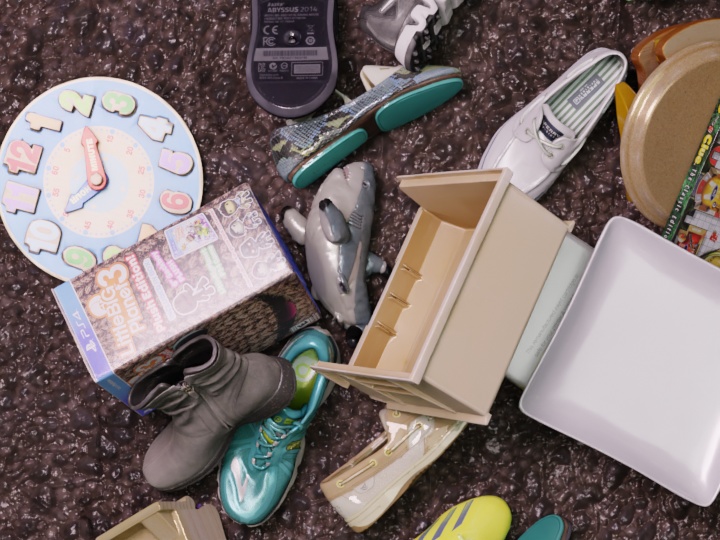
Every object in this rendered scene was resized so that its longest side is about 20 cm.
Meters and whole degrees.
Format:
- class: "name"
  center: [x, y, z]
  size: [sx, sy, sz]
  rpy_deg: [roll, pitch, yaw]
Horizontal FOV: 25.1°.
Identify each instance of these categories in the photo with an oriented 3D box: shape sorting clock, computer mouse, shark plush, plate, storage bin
- class: "shape sorting clock"
  center: [-0.250, -0.085, 1.550]
  size: [0.198, 0.039, 0.202]
  rpy_deg: [0, 88, 0]
- class: "computer mouse"
  center: [-0.056, -0.224, 1.540]
  size: [0.137, 0.053, 0.202]
  rpy_deg: [4, 66, 4]
- class: "shark plush"
  center: [0.000, 0.000, 1.537]
  size: [0.083, 0.091, 0.201]
  rpy_deg: [-15, 83, -31]
- class: "plate"
  center: [0.270, 0.081, 1.467]
  size: [0.198, 0.032, 0.201]
  rpy_deg: [27, 88, -1]
- class: "storage bin"
  center: [0.067, 0.021, 1.447]
  size: [0.093, 0.198, 0.201]
  rpy_deg: [31, 76, -27]

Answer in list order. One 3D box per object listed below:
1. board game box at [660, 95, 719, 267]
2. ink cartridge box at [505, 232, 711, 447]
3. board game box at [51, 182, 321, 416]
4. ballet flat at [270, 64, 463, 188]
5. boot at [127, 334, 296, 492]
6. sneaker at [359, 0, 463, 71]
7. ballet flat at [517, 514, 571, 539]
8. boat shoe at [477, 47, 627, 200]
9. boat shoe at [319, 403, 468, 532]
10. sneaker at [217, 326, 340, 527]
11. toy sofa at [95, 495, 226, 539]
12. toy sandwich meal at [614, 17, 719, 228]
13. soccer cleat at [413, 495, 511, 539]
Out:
- class: "board game box"
  center: [0.346, -0.066, 1.518]
  size: [0.104, 0.023, 0.201]
  rpy_deg: [15, 101, -30]
- class: "ink cartridge box"
  center: [0.203, 0.058, 1.524]
  size: [0.199, 0.083, 0.146]
  rpy_deg: [34, 88, 0]
- class: "board game box"
  center: [-0.153, 0.030, 1.476]
  size: [0.199, 0.160, 0.097]
  rpy_deg: [-29, 72, 0]
- class: "ballet flat"
  center: [0.001, -0.157, 1.542]
  size: [0.199, 0.074, 0.075]
  rpy_deg: [-30, 88, -5]
- class: "boot"
  center: [-0.165, 0.125, 1.471]
  size: [0.200, 0.130, 0.068]
  rpy_deg: [-40, 53, 26]
- class: "sneaker"
  center: [0.068, -0.284, 1.535]
  size: [0.090, 0.067, 0.201]
  rpy_deg: [30, 71, 19]
- class: "ballet flat"
  center: [0.142, 0.322, 1.529]
  size: [0.073, 0.073, 0.200]
  rpy_deg: [41, 82, 1]
- class: "boat shoe"
  center: [0.178, -0.136, 1.539]
  size: [0.073, 0.067, 0.201]
  rpy_deg: [37, 88, 1]
- class: "boat shoe"
  center: [0.043, 0.155, 1.525]
  size: [0.066, 0.074, 0.200]
  rpy_deg: [43, 88, -4]
- class: "sneaker"
  center: [-0.081, 0.144, 1.522]
  size: [0.077, 0.080, 0.201]
  rpy_deg: [23, 89, 0]
- class: "toy sofa"
  center: [-0.158, 0.317, 1.500]
  size: [0.083, 0.097, 0.201]
  rpy_deg: [-32, 71, 20]
- class: "toy sandwich meal"
  center: [0.315, -0.138, 1.533]
  size: [0.204, 0.070, 0.207]
  rpy_deg: [-9, 112, -21]
- class: "soccer cleat"
  center: [0.059, 0.281, 1.515]
  size: [0.199, 0.084, 0.065]
  rpy_deg: [-32, 88, -1]
